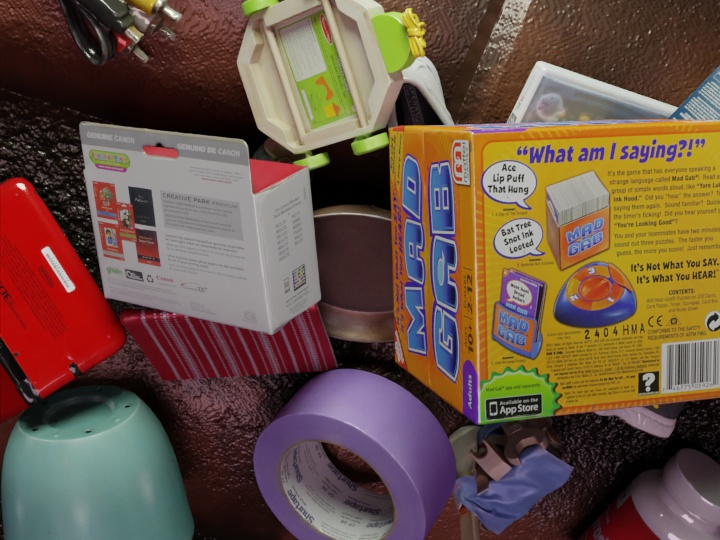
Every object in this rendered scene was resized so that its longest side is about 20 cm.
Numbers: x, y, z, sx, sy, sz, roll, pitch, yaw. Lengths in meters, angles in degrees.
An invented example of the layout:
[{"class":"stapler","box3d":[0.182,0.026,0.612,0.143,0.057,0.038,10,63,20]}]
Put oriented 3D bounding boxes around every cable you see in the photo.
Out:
[{"class":"cable","box3d":[-0.250,-0.260,0.934,0.200,0.050,0.097,46,132,-8]}]

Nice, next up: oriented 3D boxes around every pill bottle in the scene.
[{"class":"pill bottle","box3d":[0.320,0.292,1.173,0.112,0.112,0.200,27,119,-12]}]

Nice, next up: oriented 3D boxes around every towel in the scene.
[{"class":"towel","box3d":[-0.131,0.070,1.089,0.200,0.023,0.145,-4,150,7]}]

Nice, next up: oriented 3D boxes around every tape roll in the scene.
[{"class":"tape roll","box3d":[-0.006,0.209,1.122,0.200,0.085,0.200,16,125,23]}]

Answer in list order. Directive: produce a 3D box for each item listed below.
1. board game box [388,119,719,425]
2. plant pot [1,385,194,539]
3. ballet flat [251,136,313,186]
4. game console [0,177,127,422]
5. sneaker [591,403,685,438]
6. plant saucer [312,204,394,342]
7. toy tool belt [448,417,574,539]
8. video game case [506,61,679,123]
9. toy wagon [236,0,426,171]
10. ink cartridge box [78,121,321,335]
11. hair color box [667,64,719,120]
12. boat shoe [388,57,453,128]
[{"class":"board game box","box3d":[0.145,-0.013,0.822,0.200,0.200,0.200,-4,99,-14]},{"class":"plant pot","box3d":[-0.285,0.218,1.133,0.200,0.201,0.161,-2,110,6]},{"class":"ballet flat","box3d":[-0.093,-0.046,1.029,0.066,0.057,0.200,20,121,-9]},{"class":"game console","box3d":[-0.357,0.033,1.088,0.172,0.119,0.200,-33,95,-11]},{"class":"sneaker","box3d":[0.259,0.101,1.073,0.200,0.074,0.085,23,102,-37]},{"class":"plant saucer","box3d":[0.000,0.000,1.035,0.200,0.035,0.200,5,143,4]},{"class":"toy tool belt","box3d":[0.169,0.202,1.122,0.125,0.123,0.200,32,118,-15]},{"class":"video game case","box3d":[0.207,-0.078,0.971,0.200,0.023,0.182,13,118,-21]},{"class":"toy wagon","box3d":[-0.020,-0.173,0.904,0.200,0.040,0.155,-12,100,38]},{"class":"ink cartridge box","box3d":[-0.145,-0.052,0.963,0.200,0.084,0.176,11,118,30]},{"class":"hair color box","box3d":[0.315,-0.102,0.935,0.100,0.061,0.200,32,110,-29]},{"class":"boat shoe","box3d":[0.063,-0.097,0.973,0.073,0.065,0.200,-20,118,15]}]
